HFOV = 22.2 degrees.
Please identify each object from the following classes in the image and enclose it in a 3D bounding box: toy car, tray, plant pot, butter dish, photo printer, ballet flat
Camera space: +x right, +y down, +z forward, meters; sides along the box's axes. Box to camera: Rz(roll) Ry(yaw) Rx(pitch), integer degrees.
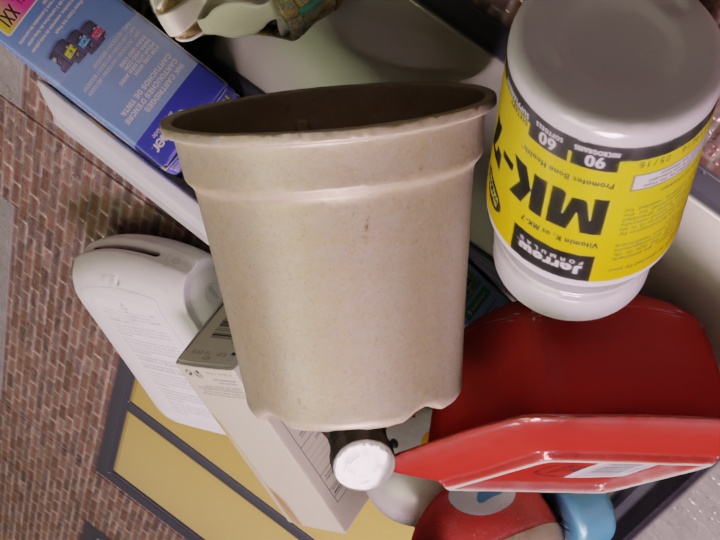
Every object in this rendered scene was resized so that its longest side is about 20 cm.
[{"bbox_3d":[0.062,0.170,1.438,0.200,0.184,0.177,62,158,18],"label":"toy car"},{"bbox_3d":[-0.143,-0.063,1.299,0.200,0.022,0.107,37,-179,20],"label":"tray"},{"bbox_3d":[-0.012,-0.008,1.102,0.200,0.200,0.184,8,107,45],"label":"plant pot"},{"bbox_3d":[0.134,0.061,1.176,0.199,0.148,0.200,5,163,-25],"label":"butter dish"},{"bbox_3d":[-0.151,0.052,1.577,0.166,0.069,0.200,7,138,45],"label":"photo printer"},{"bbox_3d":[-0.092,-0.174,1.172,0.200,0.071,0.071,6,138,47],"label":"ballet flat"}]

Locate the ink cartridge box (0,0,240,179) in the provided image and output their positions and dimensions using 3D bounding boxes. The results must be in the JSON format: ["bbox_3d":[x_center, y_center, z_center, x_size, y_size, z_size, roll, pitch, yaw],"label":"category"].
[{"bbox_3d":[-0.156,-0.132,1.250,0.200,0.076,0.136,37,-179,1],"label":"ink cartridge box"}]

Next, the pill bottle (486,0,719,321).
[{"bbox_3d":[0.129,-0.063,1.016,0.114,0.114,0.200,30,151,17],"label":"pill bottle"}]

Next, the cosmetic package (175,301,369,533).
[{"bbox_3d":[-0.055,0.112,1.511,0.071,0.105,0.200,4,135,42],"label":"cosmetic package"}]

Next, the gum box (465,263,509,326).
[{"bbox_3d":[0.000,0.000,1.342,0.200,0.045,0.170,44,151,-10],"label":"gum box"}]

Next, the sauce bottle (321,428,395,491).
[{"bbox_3d":[-0.011,0.072,1.229,0.066,0.066,0.200,54,-170,-26],"label":"sauce bottle"}]
